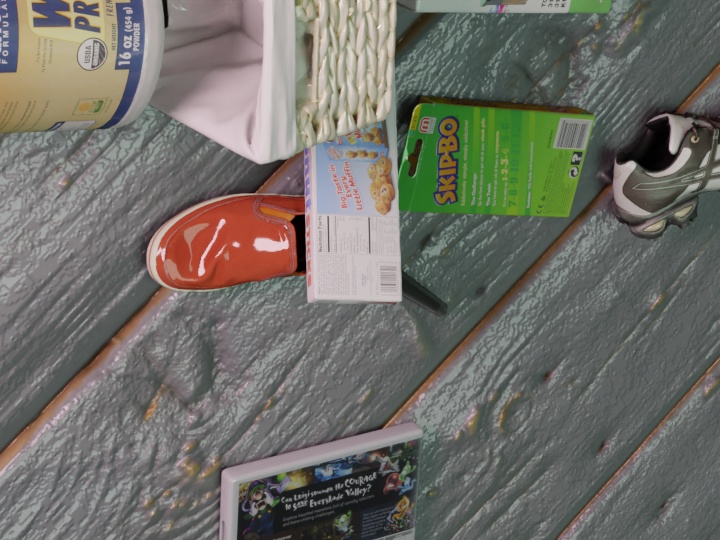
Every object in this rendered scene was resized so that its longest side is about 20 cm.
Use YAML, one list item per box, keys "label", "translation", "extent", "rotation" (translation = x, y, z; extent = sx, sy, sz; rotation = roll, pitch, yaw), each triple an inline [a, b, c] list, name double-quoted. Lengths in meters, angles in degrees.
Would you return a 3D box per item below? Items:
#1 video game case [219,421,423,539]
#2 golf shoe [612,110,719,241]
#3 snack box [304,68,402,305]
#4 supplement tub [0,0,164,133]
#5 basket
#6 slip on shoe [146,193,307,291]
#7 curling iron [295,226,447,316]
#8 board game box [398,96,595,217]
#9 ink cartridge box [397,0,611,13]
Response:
- label: "video game case"
  translation: [-0.036, 0.237, 1.756]
  extent: [0.199, 0.023, 0.183]
  rotation: [-11, 119, -30]
- label: "golf shoe"
  translation: [0.312, -0.113, 1.794]
  extent: [0.199, 0.078, 0.095]
  rotation: [-36, 128, -17]
- label: "snack box"
  translation: [-0.007, -0.074, 1.540]
  extent: [0.071, 0.024, 0.202]
  rotation: [2, 79, -16]
- label: "supplement tub"
  translation: [-0.247, -0.163, 1.324]
  extent: [0.199, 0.144, 0.145]
  rotation: [-6, 116, -34]
- label: "basket"
  translation: [-0.075, -0.176, 1.409]
  extent: [0.123, 0.200, 0.137]
  rotation: [-16, 121, -34]
- label: "slip on shoe"
  translation: [-0.070, -0.023, 1.557]
  extent: [0.198, 0.061, 0.075]
  rotation: [-7, 103, -15]
- label: "curling iron"
  translation: [0.000, 0.000, 1.660]
  extent: [0.199, 0.026, 0.050]
  rotation: [24, 94, -39]
- label: "board game box"
  translation: [0.110, -0.096, 1.691]
  extent: [0.199, 0.030, 0.096]
  rotation: [0, 112, -38]
- label: "ink cartridge box"
  translation: [0.111, -0.282, 1.560]
  extent: [0.199, 0.084, 0.146]
  rotation: [-5, 115, -33]
